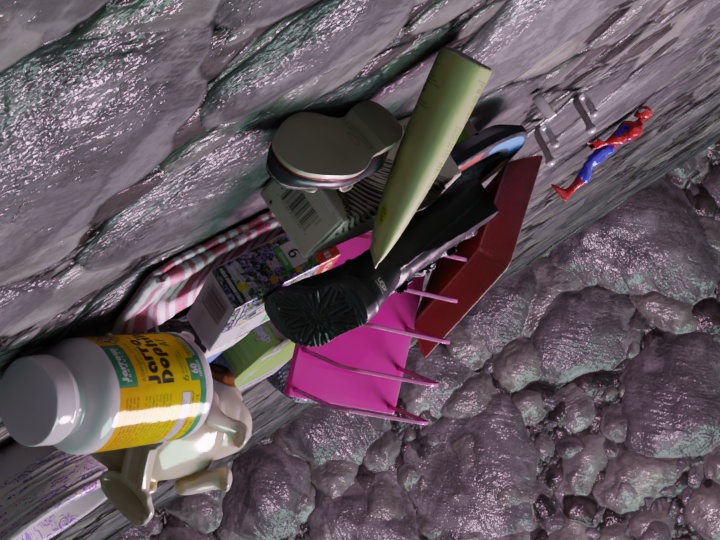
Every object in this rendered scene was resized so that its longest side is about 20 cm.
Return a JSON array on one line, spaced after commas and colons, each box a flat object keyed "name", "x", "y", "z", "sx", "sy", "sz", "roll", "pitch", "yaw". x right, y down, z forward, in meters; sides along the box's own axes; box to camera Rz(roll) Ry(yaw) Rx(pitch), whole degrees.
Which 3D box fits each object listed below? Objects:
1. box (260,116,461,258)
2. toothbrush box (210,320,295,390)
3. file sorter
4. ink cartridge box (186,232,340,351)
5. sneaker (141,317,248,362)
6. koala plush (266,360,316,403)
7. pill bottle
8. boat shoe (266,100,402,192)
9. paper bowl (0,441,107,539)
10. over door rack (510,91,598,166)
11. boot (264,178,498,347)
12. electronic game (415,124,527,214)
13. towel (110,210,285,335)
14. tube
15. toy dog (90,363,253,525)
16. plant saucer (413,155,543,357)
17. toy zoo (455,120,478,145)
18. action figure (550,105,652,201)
[{"name": "box", "x": 0.003, "y": -0.083, "z": 1.432, "sx": 0.200, "sy": 0.082, "sz": 0.068, "roll": -27, "pitch": 168, "yaw": -49}, {"name": "toothbrush box", "x": -0.124, "y": 0.074, "z": 1.817, "sx": 0.145, "sy": 0.086, "sz": 0.200, "roll": -26, "pitch": 168, "yaw": -45}, {"name": "file sorter", "x": 0.022, "y": 0.062, "z": 1.668, "sx": 0.138, "sy": 0.201, "sz": 0.125, "roll": 12, "pitch": 180, "yaw": -27}, {"name": "ink cartridge box", "x": -0.074, "y": 0.002, "z": 1.527, "sx": 0.200, "sy": 0.050, "sz": 0.109, "roll": -28, "pitch": 167, "yaw": -30}, {"name": "sneaker", "x": -0.205, "y": 0.094, "z": 1.646, "sx": 0.200, "sy": 0.079, "sz": 0.089, "roll": -26, "pitch": 166, "yaw": -44}, {"name": "koala plush", "x": -0.041, "y": 0.088, "z": 1.958, "sx": 0.183, "sy": 0.178, "sz": 0.200, "roll": -22, "pitch": 173, "yaw": -11}, {"name": "pill bottle", "x": -0.247, "y": 0.119, "z": 1.455, "sx": 0.113, "sy": 0.113, "sz": 0.200, "roll": -39, "pitch": 158, "yaw": 31}, {"name": "boat shoe", "x": -0.029, "y": -0.097, "z": 1.273, "sx": 0.063, "sy": 0.071, "sz": 0.200, "roll": -43, "pitch": 175, "yaw": 28}, {"name": "paper bowl", "x": -0.389, "y": 0.260, "z": 1.786, "sx": 0.200, "sy": 0.105, "sz": 0.201, "roll": -33, "pitch": 172, "yaw": -5}, {"name": "over door rack", "x": 0.214, "y": -0.157, "z": 1.875, "sx": 0.148, "sy": 0.067, "sz": 0.200, "roll": -39, "pitch": 171, "yaw": 24}, {"name": "boot", "x": 0.020, "y": -0.011, "z": 1.456, "sx": 0.200, "sy": 0.066, "sz": 0.165, "roll": -42, "pitch": -161, "yaw": -34}, {"name": "electronic game", "x": 0.107, "y": -0.102, "z": 1.710, "sx": 0.200, "sy": 0.042, "sz": 0.200, "roll": -33, "pitch": 172, "yaw": -5}, {"name": "towel", "x": -0.149, "y": 0.001, "z": 1.502, "sx": 0.200, "sy": 0.030, "sz": 0.146, "roll": -29, "pitch": 169, "yaw": -33}, {"name": "tube", "x": 0.052, "y": -0.099, "z": 1.332, "sx": 0.058, "sy": 0.052, "sz": 0.201, "roll": 6, "pitch": 112, "yaw": -55}, {"name": "toy dog", "x": -0.211, "y": 0.183, "z": 1.701, "sx": 0.200, "sy": 0.193, "sz": 0.140, "roll": -12, "pitch": 114, "yaw": -49}, {"name": "plant saucer", "x": 0.130, "y": -0.024, "z": 1.752, "sx": 0.200, "sy": 0.037, "sz": 0.200, "roll": -52, "pitch": -168, "yaw": 45}, {"name": "toy zoo", "x": 0.054, "y": -0.099, "z": 1.742, "sx": 0.200, "sy": 0.021, "sz": 0.131, "roll": -35, "pitch": 172, "yaw": 4}, {"name": "action figure", "x": 0.392, "y": -0.194, "z": 2.420, "sx": 0.200, "sy": 0.052, "sz": 0.065, "roll": -40, "pitch": 177, "yaw": 5}]
